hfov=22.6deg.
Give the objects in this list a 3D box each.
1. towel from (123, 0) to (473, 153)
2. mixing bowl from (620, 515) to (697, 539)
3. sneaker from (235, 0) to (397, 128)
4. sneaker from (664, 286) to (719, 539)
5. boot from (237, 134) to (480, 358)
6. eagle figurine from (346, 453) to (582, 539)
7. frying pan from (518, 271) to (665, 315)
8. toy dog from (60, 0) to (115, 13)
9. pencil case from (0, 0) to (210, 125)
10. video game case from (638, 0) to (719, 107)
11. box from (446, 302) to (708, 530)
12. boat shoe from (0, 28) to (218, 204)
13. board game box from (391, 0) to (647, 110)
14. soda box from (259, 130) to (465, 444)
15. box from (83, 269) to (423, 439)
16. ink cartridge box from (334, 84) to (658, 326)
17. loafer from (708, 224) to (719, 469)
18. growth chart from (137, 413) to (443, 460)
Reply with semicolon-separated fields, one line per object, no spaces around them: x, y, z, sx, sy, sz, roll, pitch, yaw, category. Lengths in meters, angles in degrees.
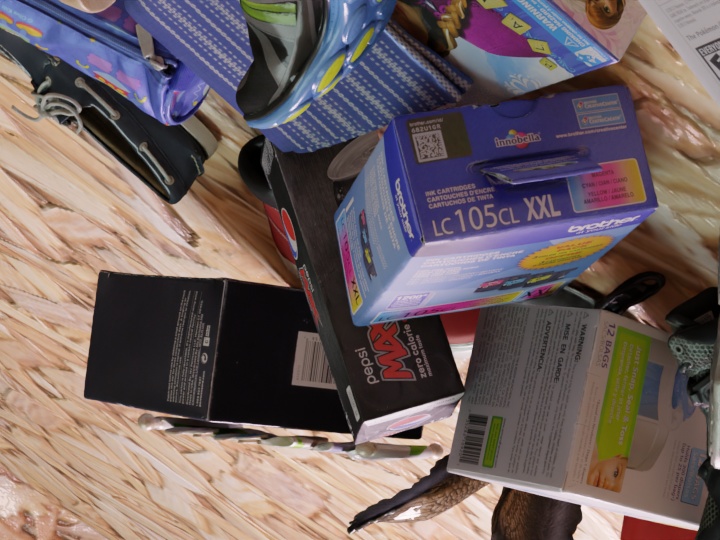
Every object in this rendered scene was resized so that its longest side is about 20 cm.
-0.040;-0.127;0.994;0.145;0.024;0.200;40;157;-20;towel
0.284;0.261;1.443;0.200;0.108;0.200;26;159;11;mixing bowl
-0.029;-0.142;0.858;0.083;0.071;0.200;38;148;12;sneaker
0.221;0.086;1.058;0.114;0.076;0.200;31;118;23;sneaker
0.006;-0.021;1.218;0.200;0.072;0.144;26;159;29;boot
0.100;0.147;1.294;0.151;0.200;0.152;37;159;-19;eagle figurine
0.165;0.042;1.212;0.115;0.031;0.190;41;161;-27;frying pan
-0.171;-0.233;0.979;0.132;0.096;0.200;31;145;9;toy dog
-0.177;-0.165;1.122;0.200;0.078;0.087;29;-171;3;pencil case
0.146;-0.155;0.697;0.182;0.023;0.200;50;161;-9;video game case
0.167;0.095;1.121;0.200;0.113;0.101;19;170;-39;box
-0.196;-0.123;1.275;0.200;0.062;0.075;38;161;-18;boat shoe
0.014;-0.161;0.918;0.200;0.041;0.199;38;159;-18;board game box
0.000;0.000;1.113;0.063;0.071;0.200;106;147;-72;soda box
-0.077;0.064;1.375;0.200;0.104;0.182;9;177;-37;box
0.072;-0.037;0.986;0.136;0.076;0.200;-9;164;-15;ink cartridge box
0.220;0.018;0.956;0.063;0.072;0.200;3;121;9;loafer
-0.054;0.127;1.355;0.200;0.018;0.145;5;176;24;growth chart
